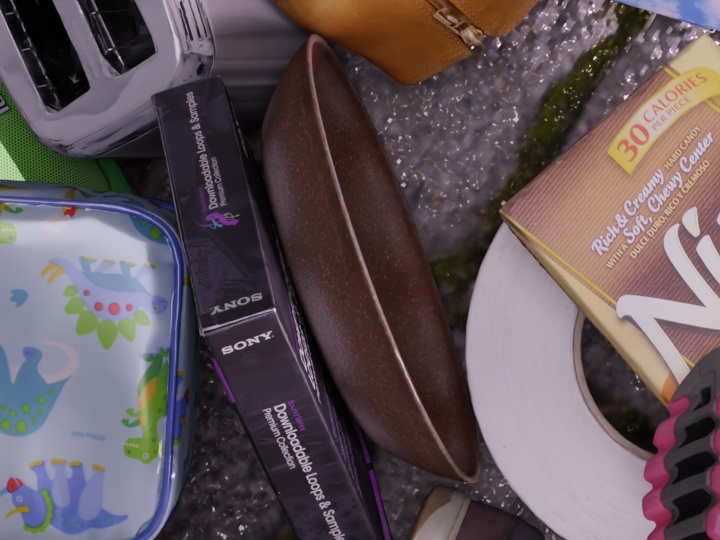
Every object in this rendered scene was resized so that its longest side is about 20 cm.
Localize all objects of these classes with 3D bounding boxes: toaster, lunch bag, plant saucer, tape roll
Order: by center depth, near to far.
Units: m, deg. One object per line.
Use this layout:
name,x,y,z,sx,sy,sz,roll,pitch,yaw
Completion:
lunch bag,-0.168,0.041,1.153,0.200,0.082,0.161,4,95,4
plant saucer,0.000,0.000,1.164,0.037,0.200,0.201,-20,86,9
toaster,-0.100,-0.124,1.199,0.114,0.129,0.200,-26,85,25
tape roll,0.145,0.034,1.217,0.202,0.071,0.203,0,87,4

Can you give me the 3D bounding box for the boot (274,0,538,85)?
boot,0.042,-0.170,1.153,0.201,0.144,0.071,-41,41,25

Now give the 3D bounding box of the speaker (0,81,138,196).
speaker,-0.168,-0.063,1.234,0.088,0.088,0.200,-33,86,1

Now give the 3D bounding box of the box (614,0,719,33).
box,0.103,-0.178,1.198,0.200,0.122,0.048,16,45,-4

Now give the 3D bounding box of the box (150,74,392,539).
box,-0.032,0.036,1.141,0.036,0.200,0.143,-20,45,4

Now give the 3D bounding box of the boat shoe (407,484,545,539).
boat shoe,0.030,0.197,1.217,0.065,0.072,0.200,15,82,9

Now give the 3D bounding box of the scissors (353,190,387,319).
scissors,-0.017,-0.078,1.260,0.073,0.014,0.200,-33,84,0

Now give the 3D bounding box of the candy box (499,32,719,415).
candy box,0.165,0.014,1.154,0.115,0.055,0.200,-41,87,2

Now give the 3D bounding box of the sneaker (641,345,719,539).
sneaker,0.170,0.128,1.101,0.095,0.079,0.200,-2,87,-20
